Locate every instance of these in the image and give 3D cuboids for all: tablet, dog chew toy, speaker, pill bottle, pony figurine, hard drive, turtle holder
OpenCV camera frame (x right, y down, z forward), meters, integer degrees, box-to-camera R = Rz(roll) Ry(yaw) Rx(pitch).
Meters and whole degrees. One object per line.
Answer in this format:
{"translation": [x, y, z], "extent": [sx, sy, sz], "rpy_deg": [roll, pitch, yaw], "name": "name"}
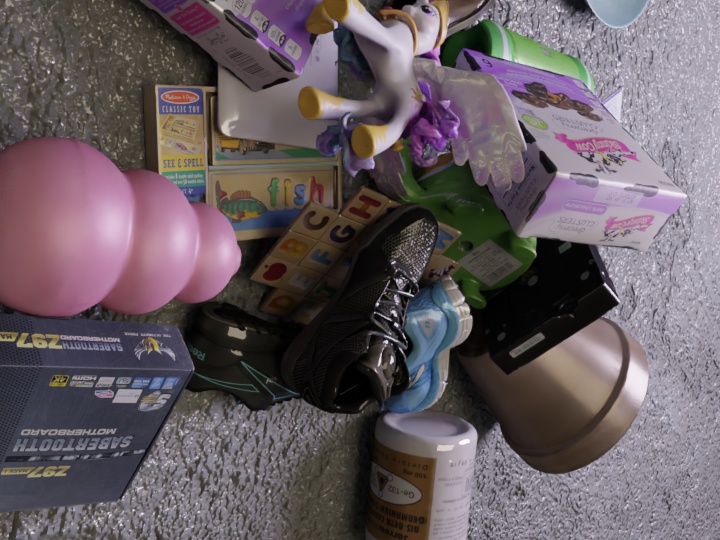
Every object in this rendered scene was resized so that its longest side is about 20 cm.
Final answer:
{"translation": [-0.070, -0.214, 0.698], "extent": [0.128, 0.014, 0.205], "rpy_deg": [1, 88, -40], "name": "tablet"}
{"translation": [-0.179, -0.023, 0.581], "extent": [0.197, 0.123, 0.127], "rpy_deg": [12, 90, -39], "name": "dog chew toy"}
{"translation": [0.184, -0.223, 0.897], "extent": [0.197, 0.088, 0.090], "rpy_deg": [5, 95, -42], "name": "speaker"}
{"translation": [0.063, 0.265, 0.858], "extent": [0.113, 0.113, 0.205], "rpy_deg": [0, 98, -41], "name": "pill bottle"}
{"translation": [0.035, -0.146, 0.650], "extent": [0.199, 0.164, 0.197], "rpy_deg": [-27, 109, -52], "name": "pony figurine"}
{"translation": [0.190, 0.004, 0.844], "extent": [0.139, 0.202, 0.038], "rpy_deg": [-37, 117, 22], "name": "hard drive"}
{"translation": [0.098, -0.063, 0.830], "extent": [0.142, 0.182, 0.133], "rpy_deg": [101, 2, -47], "name": "turtle holder"}

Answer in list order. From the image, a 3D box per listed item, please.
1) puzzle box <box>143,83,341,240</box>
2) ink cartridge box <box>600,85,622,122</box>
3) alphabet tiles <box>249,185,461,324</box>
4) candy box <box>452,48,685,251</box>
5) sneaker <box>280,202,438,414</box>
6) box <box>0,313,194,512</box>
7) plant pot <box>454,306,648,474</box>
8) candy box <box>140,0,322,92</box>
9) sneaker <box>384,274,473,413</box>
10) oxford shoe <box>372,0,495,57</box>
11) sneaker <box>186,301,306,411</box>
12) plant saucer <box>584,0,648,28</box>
{"translation": [-0.098, -0.097, 0.709], "extent": [0.197, 0.025, 0.136], "rpy_deg": [-9, 103, -40], "name": "puzzle box"}
{"translation": [0.261, -0.106, 0.990], "extent": [0.198, 0.040, 0.203], "rpy_deg": [-35, 133, -32], "name": "ink cartridge box"}
{"translation": [0.000, 0.000, 0.749], "extent": [0.198, 0.006, 0.167], "rpy_deg": [19, 126, -38], "name": "alphabet tiles"}
{"translation": [0.187, -0.117, 0.761], "extent": [0.165, 0.202, 0.072], "rpy_deg": [5, 132, -30], "name": "candy box"}
{"translation": [0.022, 0.039, 0.671], "extent": [0.201, 0.114, 0.076], "rpy_deg": [-53, 126, -7], "name": "sneaker"}
{"translation": [-0.238, 0.106, 0.556], "extent": [0.197, 0.051, 0.159], "rpy_deg": [9, 126, -42], "name": "box"}
{"translation": [0.209, 0.105, 0.928], "extent": [0.173, 0.199, 0.202], "rpy_deg": [41, 70, -21], "name": "plant pot"}
{"translation": [-0.107, -0.273, 0.614], "extent": [0.199, 0.071, 0.171], "rpy_deg": [33, 70, -34], "name": "candy box"}
{"translation": [0.043, 0.083, 0.803], "extent": [0.088, 0.079, 0.202], "rpy_deg": [-14, 143, -22], "name": "sneaker"}
{"translation": [0.079, -0.281, 0.802], "extent": [0.200, 0.072, 0.085], "rpy_deg": [-44, 121, -27], "name": "oxford shoe"}
{"translation": [-0.080, 0.089, 0.741], "extent": [0.198, 0.075, 0.081], "rpy_deg": [20, 98, -35], "name": "sneaker"}
{"translation": [0.320, -0.418, 1.012], "extent": [0.198, 0.038, 0.206], "rpy_deg": [-10, 105, -40], "name": "plant saucer"}
